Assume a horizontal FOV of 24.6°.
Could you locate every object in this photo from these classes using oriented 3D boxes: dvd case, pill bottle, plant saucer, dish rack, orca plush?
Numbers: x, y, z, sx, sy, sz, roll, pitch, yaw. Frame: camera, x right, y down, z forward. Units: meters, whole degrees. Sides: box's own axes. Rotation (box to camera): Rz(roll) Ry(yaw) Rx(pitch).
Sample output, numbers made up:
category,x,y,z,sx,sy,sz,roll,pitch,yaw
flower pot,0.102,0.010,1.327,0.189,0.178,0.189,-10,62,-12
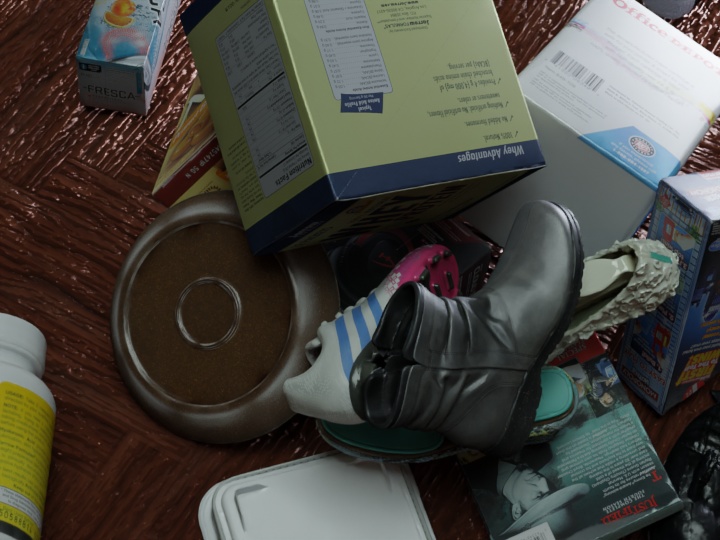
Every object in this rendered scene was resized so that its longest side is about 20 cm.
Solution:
category,x,y,z,sx,sy,sz,roll,pitch,yaw
dvd case,0.144,0.128,1.291,0.146,0.022,0.200,-26,57,3
pill bottle,-0.285,0.135,1.225,0.111,0.111,0.200,3,56,-2
plant saucer,-0.114,0.034,1.290,0.200,0.032,0.201,-2,84,21
dish rack,-0.019,0.220,1.230,0.171,0.044,0.200,-13,58,-14
orca plush,0.279,0.160,1.277,0.105,0.071,0.200,32,59,17

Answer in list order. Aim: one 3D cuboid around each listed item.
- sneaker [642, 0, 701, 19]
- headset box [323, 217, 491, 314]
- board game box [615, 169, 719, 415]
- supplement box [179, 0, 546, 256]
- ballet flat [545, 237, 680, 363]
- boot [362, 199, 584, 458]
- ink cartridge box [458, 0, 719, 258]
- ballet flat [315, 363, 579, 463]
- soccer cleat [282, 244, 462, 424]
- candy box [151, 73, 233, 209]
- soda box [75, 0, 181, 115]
category,x,y,z,sx,sy,sz,roll,pitch,yaw
sneaker,0.296,-0.340,1.626,0.114,0.076,0.200,-24,66,-20
headset box,0.000,0.000,1.363,0.149,0.075,0.200,41,62,21
board game box,0.292,0.014,1.328,0.200,0.200,0.062,-9,42,-37
supplement box,0.001,-0.138,1.253,0.200,0.134,0.200,-12,80,-33
ballet flat,0.146,0.026,1.260,0.200,0.072,0.072,-30,53,23
boot,0.081,0.029,1.175,0.131,0.070,0.200,22,76,-34
ink cartridge box,0.196,-0.110,1.375,0.147,0.146,0.200,36,46,8
ballet flat,0.067,0.114,1.263,0.200,0.074,0.074,-3,55,3
soccer cleat,0.008,0.041,1.246,0.086,0.070,0.200,-1,31,30
candy box,-0.102,-0.135,1.387,0.055,0.115,0.200,39,32,-20
soda box,-0.205,-0.240,1.515,0.063,0.068,0.200,9,54,2
